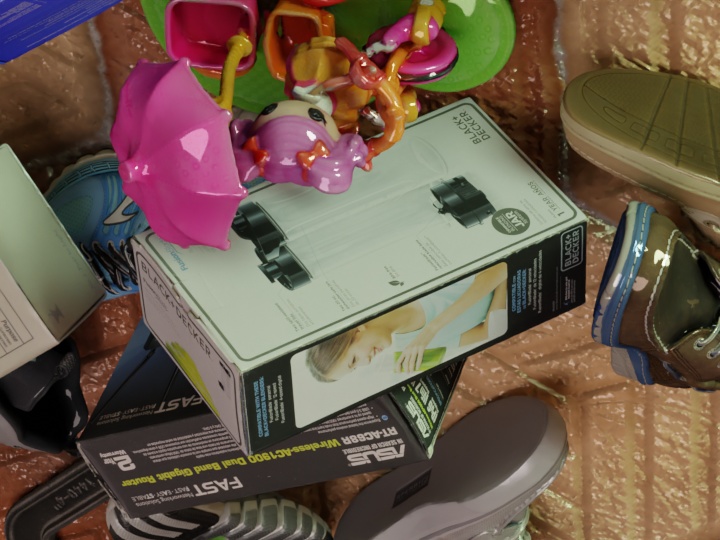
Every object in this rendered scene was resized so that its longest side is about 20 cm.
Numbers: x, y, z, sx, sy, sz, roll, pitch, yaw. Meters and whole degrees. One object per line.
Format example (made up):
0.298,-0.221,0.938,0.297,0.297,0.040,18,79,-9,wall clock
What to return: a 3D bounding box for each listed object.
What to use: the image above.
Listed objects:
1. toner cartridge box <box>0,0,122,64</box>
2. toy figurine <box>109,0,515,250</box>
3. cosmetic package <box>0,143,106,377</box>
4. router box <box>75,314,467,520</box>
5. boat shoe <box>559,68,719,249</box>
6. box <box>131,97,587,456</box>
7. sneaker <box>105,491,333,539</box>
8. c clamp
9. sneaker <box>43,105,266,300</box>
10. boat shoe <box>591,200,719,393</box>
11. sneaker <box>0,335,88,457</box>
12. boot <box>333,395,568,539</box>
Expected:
-0.115,-0.160,1.339,0.199,0.095,0.043,-26,82,19,toner cartridge box
-0.039,-0.080,1.390,0.199,0.184,0.151,11,131,9,toy figurine
-0.248,0.028,1.542,0.199,0.073,0.104,-29,99,25,cosmetic package
-0.038,0.047,1.535,0.199,0.150,0.062,-14,124,31,router box
0.187,-0.037,1.426,0.199,0.071,0.065,22,134,-1,boat shoe
0.000,0.000,1.429,0.117,0.199,0.060,47,152,40,box
-0.085,0.109,1.670,0.075,0.116,0.200,-24,156,20,sneaker
-0.134,0.183,1.790,0.171,0.027,0.200,41,134,-10,c clamp
-0.116,-0.020,1.545,0.199,0.090,0.078,-25,119,36,sneaker
0.163,0.017,1.441,0.072,0.073,0.200,17,172,14,boat shoe
-0.212,0.031,1.611,0.140,0.078,0.200,17,152,45,sneaker
0.076,0.141,1.644,0.095,0.074,0.200,34,142,-20,boot
